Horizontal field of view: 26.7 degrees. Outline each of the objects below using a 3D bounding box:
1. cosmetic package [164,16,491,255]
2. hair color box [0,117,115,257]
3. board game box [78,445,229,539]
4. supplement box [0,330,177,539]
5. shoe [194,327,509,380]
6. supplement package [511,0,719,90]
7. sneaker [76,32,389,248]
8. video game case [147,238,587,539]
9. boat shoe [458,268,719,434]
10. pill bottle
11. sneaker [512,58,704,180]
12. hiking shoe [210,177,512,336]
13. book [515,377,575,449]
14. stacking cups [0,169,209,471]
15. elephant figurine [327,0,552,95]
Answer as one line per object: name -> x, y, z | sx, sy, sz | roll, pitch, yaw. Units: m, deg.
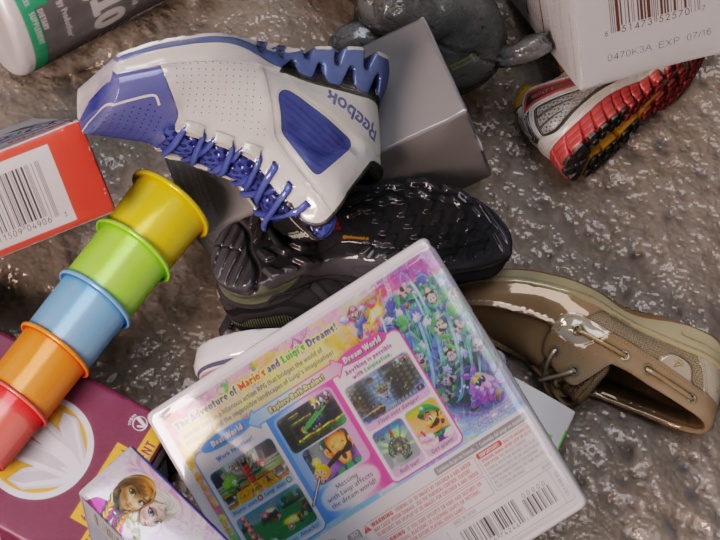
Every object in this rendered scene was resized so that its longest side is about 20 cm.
cosmetic package -> -0.020, -0.076, 1.023 | 0.199, 0.107, 0.091 | -26, 65, 1
hair color box -> -0.234, -0.052, 0.971 | 0.110, 0.200, 0.064 | -24, 102, -16
board game box -> -0.069, 0.212, 0.846 | 0.200, 0.200, 0.041 | 42, 66, 15
supplement box -> -0.226, 0.109, 0.949 | 0.199, 0.086, 0.111 | 26, 63, 9
shoe -> -0.006, 0.092, 0.937 | 0.198, 0.072, 0.092 | 4, 68, -3
supplement package -> 0.174, -0.234, 1.095 | 0.116, 0.118, 0.201 | -15, 34, -4
sneaker -> -0.060, -0.072, 0.901 | 0.198, 0.080, 0.116 | -3, 78, -30
video game case -> 0.003, 0.110, 0.894 | 0.199, 0.024, 0.183 | -32, 84, 3
boat shoe -> 0.149, 0.054, 1.020 | 0.198, 0.071, 0.065 | 16, 61, 2
pill bottle -> -0.193, -0.237, 1.118 | 0.199, 0.113, 0.113 | -33, 69, -19
sneaker -> 0.196, -0.157, 1.132 | 0.200, 0.078, 0.082 | -38, 67, -23
hiking shoe -> 0.000, 0.000, 1.000 | 0.198, 0.101, 0.076 | -6, 57, -8
book -> 0.041, 0.149, 0.976 | 0.133, 0.048, 0.201 | 26, 65, 8
stacking cups -> -0.175, 0.029, 0.914 | 0.060, 0.061, 0.200 | 33, 68, 12
elephant figurine -> 0.026, -0.218, 1.125 | 0.154, 0.141, 0.201 | 24, 42, -33
